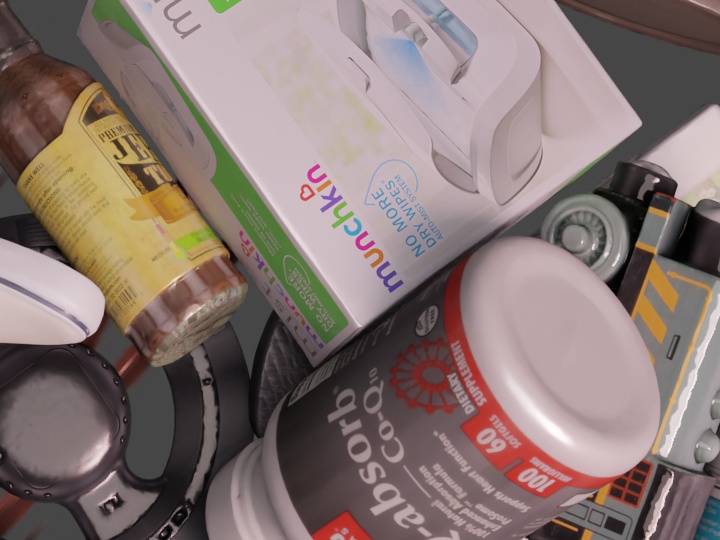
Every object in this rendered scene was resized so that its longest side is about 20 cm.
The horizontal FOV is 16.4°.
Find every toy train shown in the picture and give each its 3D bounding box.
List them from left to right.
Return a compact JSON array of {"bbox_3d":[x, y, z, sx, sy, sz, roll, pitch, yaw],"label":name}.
[{"bbox_3d":[0.127,0.051,1.194,0.113,0.085,0.201,21,90,28],"label":"toy train"}]

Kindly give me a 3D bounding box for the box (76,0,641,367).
[{"bbox_3d":[-0.004,-0.090,1.170,0.176,0.097,0.201,-34,87,-20],"label":"box"}]

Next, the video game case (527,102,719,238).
[{"bbox_3d":[0.163,0.049,1.271,0.182,0.022,0.201,-36,98,-6],"label":"video game case"}]

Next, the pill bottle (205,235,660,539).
[{"bbox_3d":[0.028,0.081,1.124,0.116,0.116,0.200,46,125,-8],"label":"pill bottle"}]

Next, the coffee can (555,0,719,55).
[{"bbox_3d":[0.165,-0.218,1.197,0.145,0.146,0.201,19,89,-10],"label":"coffee can"}]

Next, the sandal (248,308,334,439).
[{"bbox_3d":[0.001,0.000,1.237,0.076,0.043,0.201,25,78,-18],"label":"sandal"}]

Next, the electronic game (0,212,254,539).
[{"bbox_3d":[-0.150,0.072,1.209,0.198,0.042,0.202,1,85,-7],"label":"electronic game"}]

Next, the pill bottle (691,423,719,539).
[{"bbox_3d":[0.215,0.120,1.215,0.110,0.111,0.201,20,90,-10],"label":"pill bottle"}]

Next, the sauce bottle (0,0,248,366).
[{"bbox_3d":[-0.133,-0.050,1.179,0.065,0.065,0.200,-37,82,-6],"label":"sauce bottle"}]

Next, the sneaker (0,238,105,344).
[{"bbox_3d":[-0.214,0.022,1.150,0.198,0.073,0.071,6,66,18],"label":"sneaker"}]
